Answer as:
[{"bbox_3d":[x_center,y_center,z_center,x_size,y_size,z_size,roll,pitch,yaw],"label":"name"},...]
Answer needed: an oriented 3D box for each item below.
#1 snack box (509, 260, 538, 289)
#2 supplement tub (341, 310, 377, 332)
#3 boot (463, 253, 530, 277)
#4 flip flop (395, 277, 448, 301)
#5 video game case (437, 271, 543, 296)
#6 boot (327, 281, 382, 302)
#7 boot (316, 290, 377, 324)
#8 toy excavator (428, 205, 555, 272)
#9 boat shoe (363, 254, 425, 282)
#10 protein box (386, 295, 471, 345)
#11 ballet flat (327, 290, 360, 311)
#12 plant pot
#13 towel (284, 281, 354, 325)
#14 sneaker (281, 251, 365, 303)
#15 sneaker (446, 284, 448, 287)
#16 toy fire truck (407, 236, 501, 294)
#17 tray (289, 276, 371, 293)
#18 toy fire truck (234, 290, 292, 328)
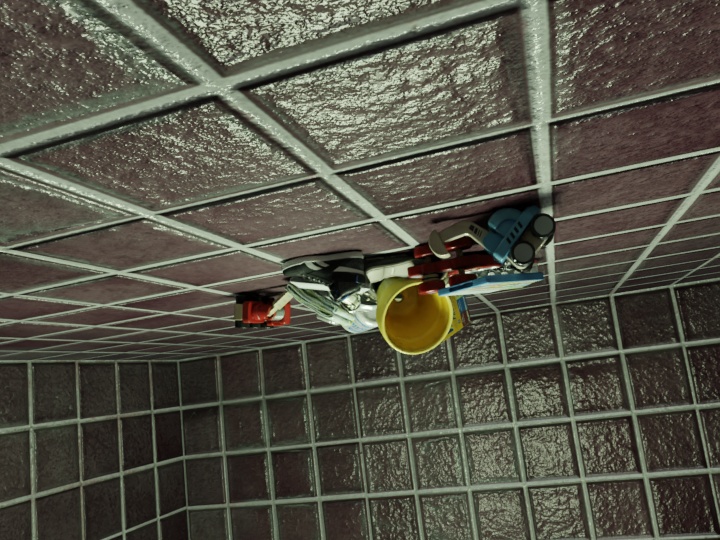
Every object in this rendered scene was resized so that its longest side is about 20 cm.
[{"bbox_3d":[0.429,0.022,1.914,0.196,0.069,0.169,-7,170,-7],"label":"snack box"},{"bbox_3d":[0.012,0.133,2.051,0.130,0.134,0.200,-3,168,-20],"label":"supplement tub"},{"bbox_3d":[0.360,0.005,1.690,0.196,0.067,0.166,-9,150,-5],"label":"boot"},{"bbox_3d":[0.164,0.033,1.790,0.198,0.082,0.057,-15,150,32],"label":"flip flop"},{"bbox_3d":[0.275,0.031,1.331,0.141,0.018,0.200,-3,172,-23],"label":"video game case"},{"bbox_3d":[0.002,0.063,1.839,0.151,0.075,0.203,-8,165,18],"label":"boot"},{"bbox_3d":[-0.043,0.123,1.923,0.196,0.097,0.074,10,-157,8],"label":"boot"},{"bbox_3d":[0.262,-0.070,1.239,0.196,0.199,0.100,-53,162,3],"label":"toy excavator"},{"bbox_3d":[0.087,-0.016,1.548,0.197,0.057,0.068,-7,135,-23],"label":"boat shoe"},{"bbox_3d":[0.198,0.133,1.921,0.197,0.137,0.198,-27,-165,-39],"label":"protein box"},{"bbox_3d":[-0.034,0.065,1.658,0.071,0.073,0.200,-9,161,9],"label":"ballet flat"},{"bbox_3d":[0.127,0.097,1.670,0.197,0.204,0.189,-5,-163,-12],"label":"plant pot"},{"bbox_3d":[-0.113,0.094,1.725,0.170,0.049,0.200,32,178,17],"label":"towel"},{"bbox_3d":[-0.086,0.024,1.440,0.196,0.114,0.073,-8,169,7],"label":"sneaker"},{"bbox_3d":[0.236,0.037,1.837,0.198,0.076,0.084,-15,163,36],"label":"sneaker"},{"bbox_3d":[0.224,-0.007,1.491,0.198,0.114,0.167,-13,169,33],"label":"toy fire truck"},{"bbox_3d":[-0.072,0.031,1.528,0.196,0.023,0.107,5,-167,2],"label":"tray"},{"bbox_3d":[-0.254,0.109,1.837,0.197,0.131,0.175,-1,174,30],"label":"toy fire truck"}]
